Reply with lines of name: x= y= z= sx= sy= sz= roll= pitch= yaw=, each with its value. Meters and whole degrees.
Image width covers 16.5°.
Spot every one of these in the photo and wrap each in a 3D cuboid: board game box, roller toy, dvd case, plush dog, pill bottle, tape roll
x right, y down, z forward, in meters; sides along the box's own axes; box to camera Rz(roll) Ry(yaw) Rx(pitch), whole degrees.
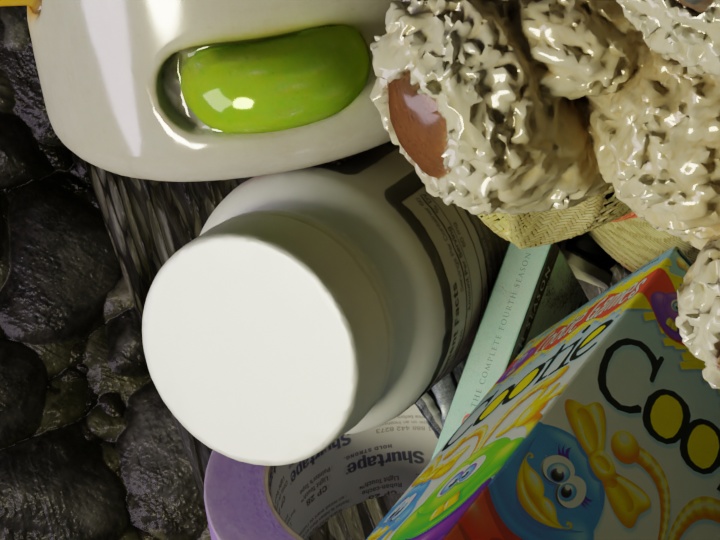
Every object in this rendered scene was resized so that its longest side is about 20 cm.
board game box: x=0.073 y=0.102 z=0.903 sx=0.103 sy=0.200 sz=0.105 roll=47 pitch=140 yaw=-4
roller toy: x=-0.051 y=-0.130 z=1.022 sx=0.200 sy=0.182 sz=0.140 roll=10 pitch=119 yaw=39
dvd case: x=0.071 y=0.082 z=1.081 sx=0.146 sy=0.022 sz=0.200 roll=-69 pitch=-22 yaw=-14
plush dog: x=0.124 y=-0.083 z=0.768 sx=0.200 sy=0.160 sz=0.172 roll=36 pitch=137 yaw=22
pill bottle: x=0.000 y=0.000 z=1.032 sx=0.200 sy=0.114 sz=0.114 roll=-35 pitch=-66 yaw=-57
tape roll: x=0.021 y=0.134 z=1.311 sx=0.200 sy=0.200 sz=0.085 roll=-121 pitch=18 yaw=-48

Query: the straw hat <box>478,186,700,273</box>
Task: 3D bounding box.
straw hat: x=0.075 y=-0.059 z=0.941 sx=0.201 sy=0.085 sz=0.201 roll=41 pitch=146 yaw=35

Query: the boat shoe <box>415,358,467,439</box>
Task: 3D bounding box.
boat shoe: x=0.046 y=-0.002 z=1.267 sx=0.071 sy=0.091 sz=0.200 roll=88 pitch=161 yaw=-51

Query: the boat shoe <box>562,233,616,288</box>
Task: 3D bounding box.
boat shoe: x=0.058 y=-0.052 z=1.181 sx=0.074 sy=0.063 sz=0.201 roll=33 pitch=-177 yaw=-41
